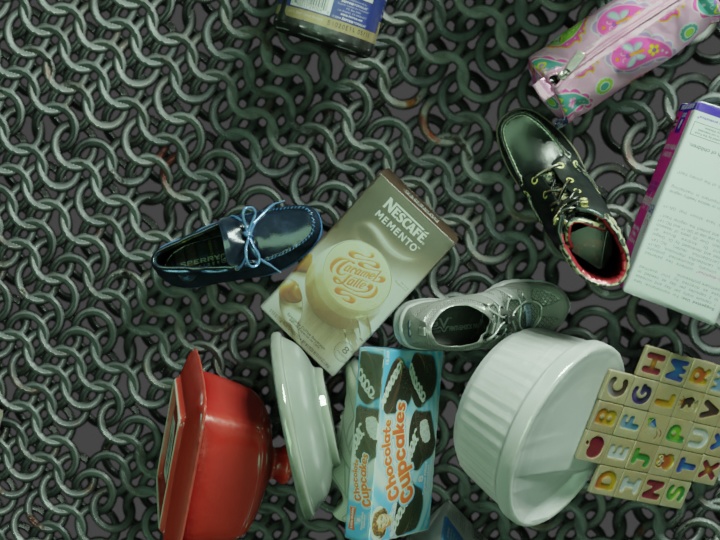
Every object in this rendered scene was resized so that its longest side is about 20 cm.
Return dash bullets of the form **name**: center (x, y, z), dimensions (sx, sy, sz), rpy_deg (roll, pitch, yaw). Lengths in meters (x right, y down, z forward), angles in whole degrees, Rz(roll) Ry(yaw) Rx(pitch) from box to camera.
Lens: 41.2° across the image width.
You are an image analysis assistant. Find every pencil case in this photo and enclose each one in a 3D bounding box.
- **pencil case**: center (0.265, -0.234, 0.979), dimensions (0.199, 0.087, 0.088), rpy_deg (-33, 92, 11)

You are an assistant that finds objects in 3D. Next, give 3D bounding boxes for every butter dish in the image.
- **butter dish**: center (-0.146, 0.211, 1.074), dimensions (0.146, 0.199, 0.202), rpy_deg (9, 101, -16)

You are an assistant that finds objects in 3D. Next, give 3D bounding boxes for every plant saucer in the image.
- **plant saucer**: center (-0.055, 0.162, 1.031), dimensions (0.050, 0.200, 0.203), rpy_deg (-11, 96, -2)

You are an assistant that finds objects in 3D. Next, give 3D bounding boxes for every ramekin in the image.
- **ramekin**: center (0.181, 0.154, 0.997), dimensions (0.094, 0.201, 0.205), rpy_deg (26, 103, 39)

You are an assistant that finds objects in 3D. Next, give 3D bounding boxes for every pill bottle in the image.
- **pill bottle**: center (-0.014, -0.333, 0.992), dimensions (0.111, 0.112, 0.202), rpy_deg (18, 101, 6)

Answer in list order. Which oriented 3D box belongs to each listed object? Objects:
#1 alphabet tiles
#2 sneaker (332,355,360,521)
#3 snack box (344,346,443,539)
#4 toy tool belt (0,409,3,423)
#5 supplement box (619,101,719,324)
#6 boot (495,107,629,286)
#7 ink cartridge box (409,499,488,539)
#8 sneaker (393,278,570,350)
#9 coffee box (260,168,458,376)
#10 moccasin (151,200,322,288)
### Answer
- **alphabet tiles**: center (0.322, 0.170, 1.016), dimensions (0.198, 0.006, 0.168), rpy_deg (15, 101, -25)
- **sneaker**: center (-0.005, 0.198, 1.092), dimensions (0.080, 0.075, 0.203), rpy_deg (-3, 97, 18)
- **snack box**: center (0.038, 0.185, 1.040), dimensions (0.037, 0.116, 0.203), rpy_deg (4, 88, 38)
- **toy tool belt**: center (-0.542, 0.182, 1.142), dimensions (0.198, 0.123, 0.126), rpy_deg (16, 100, 6)
- **supplement box**: center (0.346, -0.061, 0.982), dimensions (0.102, 0.101, 0.202), rpy_deg (19, 100, 6)
- **boot**: center (0.207, -0.077, 0.973), dimensions (0.073, 0.154, 0.205), rpy_deg (-32, 93, 12)
- **ink cartridge box**: center (0.142, 0.367, 1.067), dimensions (0.200, 0.116, 0.068), rpy_deg (45, 102, 1)
- **sneaker**: center (0.139, 0.058, 1.021), dimensions (0.198, 0.082, 0.076), rpy_deg (-11, 99, -15)
- **coffee box**: center (0.000, 0.000, 1.054), dimensions (0.114, 0.080, 0.200), rpy_deg (42, 102, 1)
- **moccasin**: center (-0.139, -0.022, 1.069), dimensions (0.198, 0.068, 0.081), rpy_deg (-22, 72, 10)
